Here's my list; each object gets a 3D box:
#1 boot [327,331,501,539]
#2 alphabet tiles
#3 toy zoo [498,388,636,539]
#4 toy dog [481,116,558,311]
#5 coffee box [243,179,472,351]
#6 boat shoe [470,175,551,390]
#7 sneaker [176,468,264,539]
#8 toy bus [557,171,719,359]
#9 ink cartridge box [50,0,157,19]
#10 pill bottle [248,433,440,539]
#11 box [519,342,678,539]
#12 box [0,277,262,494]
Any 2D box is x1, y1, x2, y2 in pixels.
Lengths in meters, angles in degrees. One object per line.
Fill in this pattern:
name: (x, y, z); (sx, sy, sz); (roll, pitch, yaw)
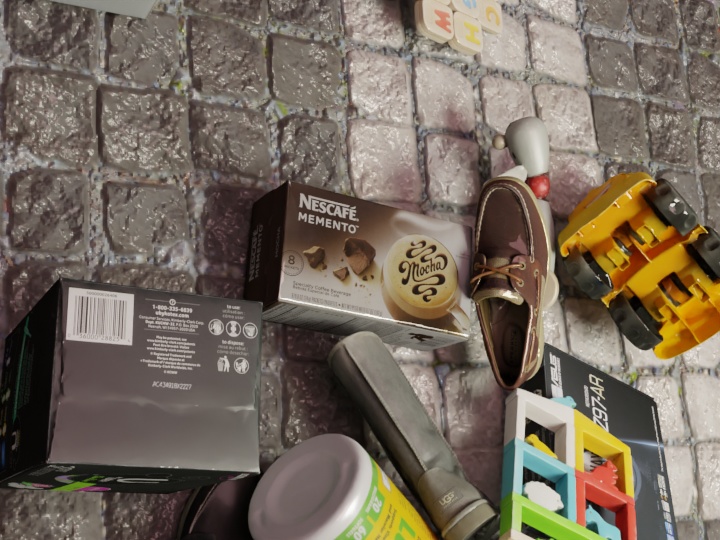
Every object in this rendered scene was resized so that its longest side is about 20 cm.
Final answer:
boot: (0.049, 0.160, 0.926); (0.073, 0.182, 0.200); (-38, 67, -11)
alphabet tiles: (0.091, -0.336, 1.103); (0.195, 0.015, 0.200); (11, 70, -44)
toy zoo: (0.185, 0.185, 0.904); (0.131, 0.020, 0.200); (29, 38, -11)
toy dog: (0.149, -0.047, 1.041); (0.096, 0.132, 0.200); (-4, 69, 9)
coffee box: (0.000, 0.000, 0.948); (0.200, 0.080, 0.113); (13, 71, -26)
boat shoe: (0.137, 0.014, 0.954); (0.072, 0.072, 0.201); (-27, 117, -69)
sneaker: (-0.105, 0.241, 0.804); (0.075, 0.106, 0.200); (27, 64, -20)
toy bus: (0.296, -0.037, 1.086); (0.200, 0.136, 0.192); (41, 22, -24)
ink cartridge box: (-0.271, -0.332, 0.888); (0.200, 0.084, 0.176); (4, 74, -28)
pill bottle: (0.006, 0.237, 0.845); (0.200, 0.111, 0.111); (53, 56, -30)
box: (0.232, 0.186, 1.007); (0.160, 0.044, 0.200); (28, 42, -20)
box: (-0.176, 0.095, 0.750); (0.148, 0.200, 0.125); (9, 71, -27)
